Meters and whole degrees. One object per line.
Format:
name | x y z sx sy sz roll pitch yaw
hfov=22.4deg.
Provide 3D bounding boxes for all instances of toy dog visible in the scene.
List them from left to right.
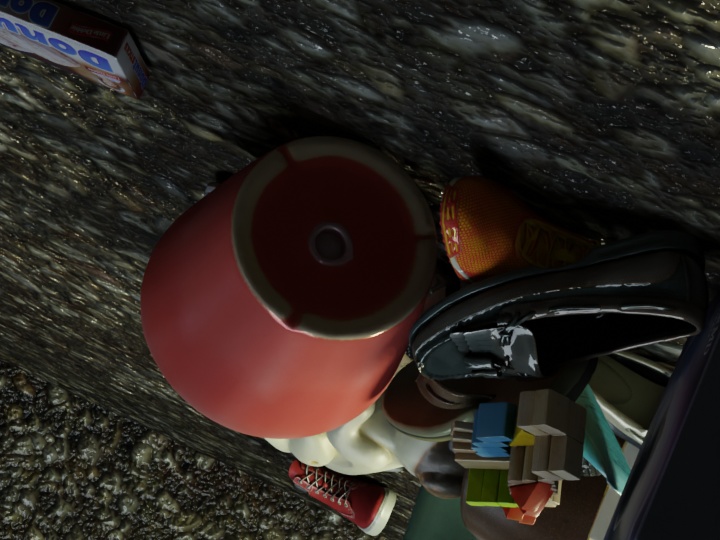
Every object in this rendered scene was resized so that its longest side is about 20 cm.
toy dog | 0.029 0.147 1.696 0.200 0.140 0.194 7 134 37

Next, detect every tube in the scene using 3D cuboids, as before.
tube | 0.141 0.084 1.275 0.077 0.050 0.200 33 -160 -50

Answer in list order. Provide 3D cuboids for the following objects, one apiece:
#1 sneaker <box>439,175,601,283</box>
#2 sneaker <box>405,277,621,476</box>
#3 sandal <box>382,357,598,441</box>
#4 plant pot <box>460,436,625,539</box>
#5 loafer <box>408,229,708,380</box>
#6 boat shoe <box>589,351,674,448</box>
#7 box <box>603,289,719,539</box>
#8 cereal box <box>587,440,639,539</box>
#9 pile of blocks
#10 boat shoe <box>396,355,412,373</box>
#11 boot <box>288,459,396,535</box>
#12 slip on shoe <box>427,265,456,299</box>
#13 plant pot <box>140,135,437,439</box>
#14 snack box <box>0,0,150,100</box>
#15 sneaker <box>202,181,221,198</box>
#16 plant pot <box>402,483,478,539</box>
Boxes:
sneaker | 0.119 -0.012 1.174 0.077 0.073 0.200 -4 159 37
sneaker | 0.121 0.074 1.359 0.200 0.080 0.074 39 157 21
sandal | 0.080 0.066 1.238 0.057 0.080 0.201 35 152 -24
plant pot | 0.206 0.205 1.575 0.198 0.201 0.200 24 168 35
loafer | 0.119 0.035 1.126 0.200 0.063 0.072 -21 142 23
boat shoe | 0.233 0.106 1.393 0.200 0.071 0.063 27 164 11
box | 0.240 0.112 1.115 0.123 0.200 0.198 24 165 5
cereal box | 0.294 0.185 1.418 0.200 0.144 0.040 22 166 9
pile of blocks | 0.098 0.131 1.186 0.082 0.062 0.200 7 161 2
boat shoe | 0.042 0.060 1.546 0.065 0.072 0.200 -7 160 27
boot | -0.033 0.328 2.702 0.144 0.073 0.200 30 169 -13
slip on shoe | 0.000 0.000 1.427 0.200 0.074 0.061 22 -158 -13
plant pot | -0.040 0.004 1.257 0.200 0.201 0.177 26 157 -7
snack box | -0.242 -0.175 1.249 0.200 0.024 0.072 22 165 12
sneaker | -0.099 0.007 1.506 0.070 0.109 0.200 20 166 17
plant pot | 0.135 0.238 1.786 0.200 0.197 0.200 24 167 6
